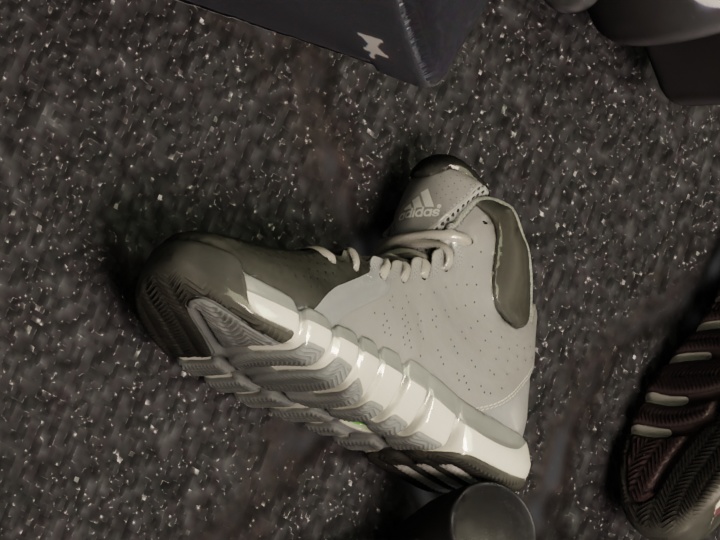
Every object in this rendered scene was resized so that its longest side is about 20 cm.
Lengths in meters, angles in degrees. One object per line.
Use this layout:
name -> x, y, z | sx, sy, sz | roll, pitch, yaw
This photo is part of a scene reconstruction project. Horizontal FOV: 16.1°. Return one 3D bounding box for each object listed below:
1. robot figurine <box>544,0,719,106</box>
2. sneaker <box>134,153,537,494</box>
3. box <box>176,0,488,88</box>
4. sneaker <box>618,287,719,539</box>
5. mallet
robot figurine -> 0.130, -0.167, 1.013 | 0.150, 0.124, 0.201 | -61, 132, -65
sneaker -> 0.000, 0.000, 0.943 | 0.200, 0.075, 0.116 | 34, 64, -44
box -> -0.022, -0.191, 0.823 | 0.201, 0.196, 0.118 | -58, 151, -24
sneaker -> 0.192, 0.055, 1.090 | 0.116, 0.075, 0.201 | 47, 62, -32
mallet -> -0.032, 0.124, 0.934 | 0.199, 0.066, 0.041 | -15, 77, -23
